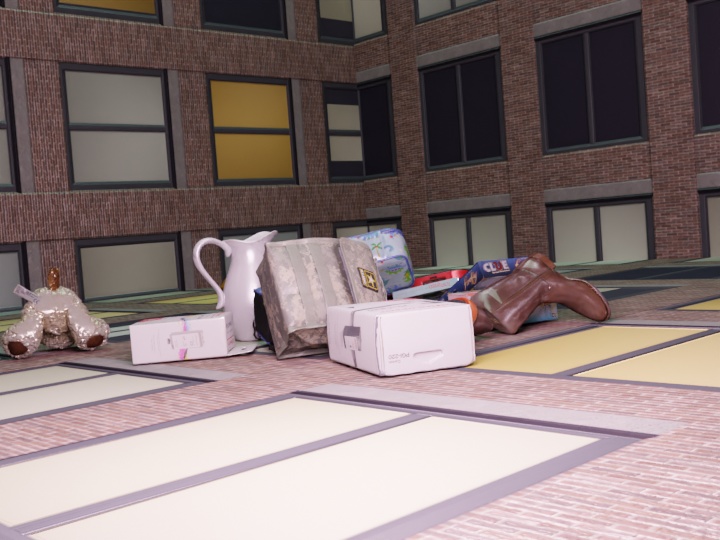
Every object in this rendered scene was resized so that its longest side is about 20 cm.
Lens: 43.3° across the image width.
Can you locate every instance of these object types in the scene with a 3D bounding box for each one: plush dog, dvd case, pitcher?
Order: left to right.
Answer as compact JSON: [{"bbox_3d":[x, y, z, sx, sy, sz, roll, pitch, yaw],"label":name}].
[{"bbox_3d":[-0.600,0.099,1.780,0.198,0.162,0.172,-6,-21,-21],"label":"plush dog"},{"bbox_3d":[-0.230,0.031,1.726,0.170,0.203,0.121,-6,3,-22],"label":"pitcher"},{"bbox_3d":[0.171,0.053,1.814,0.145,0.022,0.199,-14,-15,27],"label":"dvd case"}]

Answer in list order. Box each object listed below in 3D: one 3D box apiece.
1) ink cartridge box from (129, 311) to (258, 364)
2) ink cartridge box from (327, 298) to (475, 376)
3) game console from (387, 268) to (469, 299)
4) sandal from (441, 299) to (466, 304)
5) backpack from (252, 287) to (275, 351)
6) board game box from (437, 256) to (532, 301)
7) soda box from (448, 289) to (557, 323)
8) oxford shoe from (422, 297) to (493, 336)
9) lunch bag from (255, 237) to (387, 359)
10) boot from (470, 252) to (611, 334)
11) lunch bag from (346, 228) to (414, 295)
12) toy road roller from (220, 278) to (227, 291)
[{"bbox_3d":[-0.277,0.110,1.532,0.197,0.068,0.116,-5,3,-2],"label":"ink cartridge box"},{"bbox_3d":[0.051,0.089,1.269,0.144,0.086,0.200,-6,4,-21],"label":"ink cartridge box"},{"bbox_3d":[0.158,0.042,1.868,0.198,0.031,0.176,-13,-16,25],"label":"game console"},{"bbox_3d":[0.124,0.088,1.392,0.048,0.076,0.200,36,-16,-15],"label":"sandal"},{"bbox_3d":[-0.079,0.054,1.583,0.197,0.149,0.183,-1,5,-17],"label":"backpack"},{"bbox_3d":[0.231,0.038,1.703,0.134,0.035,0.200,-5,-24,-28],"label":"board game box"},{"bbox_3d":[0.256,0.064,1.622,0.198,0.069,0.063,-5,0,-27],"label":"soda box"},{"bbox_3d":[0.132,0.092,1.492,0.072,0.072,0.199,28,-19,-31],"label":"oxford shoe"},{"bbox_3d":[-0.048,0.038,1.435,0.198,0.166,0.118,-5,-28,-22],"label":"lunch bag"},{"bbox_3d":[0.304,0.066,1.537,0.186,0.065,0.199,35,44,25],"label":"boot"},{"bbox_3d":[0.000,0.000,1.740,0.198,0.083,0.161,-15,-30,6],"label":"lunch bag"},{"bbox_3d":[-0.198,0.078,1.860,0.199,0.147,0.123,33,-12,-13],"label":"toy road roller"}]
